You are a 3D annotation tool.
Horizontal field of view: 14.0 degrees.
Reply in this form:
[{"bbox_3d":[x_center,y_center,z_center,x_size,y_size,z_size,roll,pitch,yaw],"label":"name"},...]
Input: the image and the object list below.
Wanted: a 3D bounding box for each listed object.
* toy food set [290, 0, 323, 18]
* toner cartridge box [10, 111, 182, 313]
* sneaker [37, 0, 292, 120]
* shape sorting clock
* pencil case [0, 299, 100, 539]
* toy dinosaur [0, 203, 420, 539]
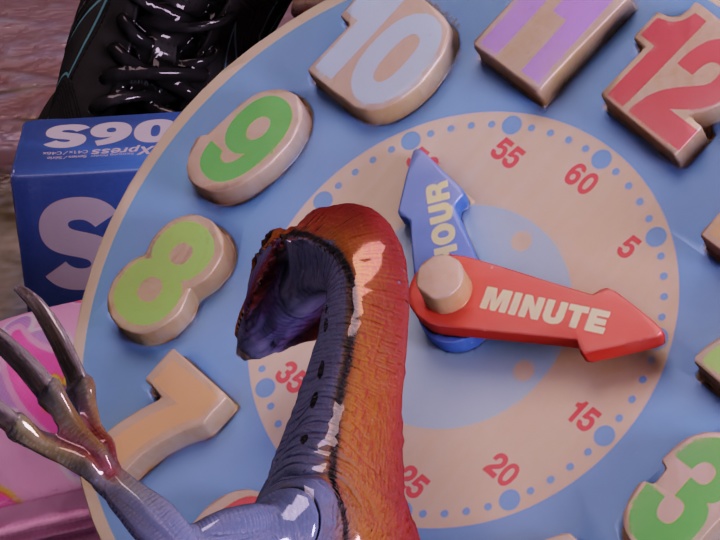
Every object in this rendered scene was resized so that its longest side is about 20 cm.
[{"bbox_3d":[0.070,-0.081,0.931,0.199,0.049,0.197,-1,3,44],"label":"toy food set"},{"bbox_3d":[0.000,0.000,0.876,0.199,0.095,0.043,-4,27,2],"label":"toner cartridge box"},{"bbox_3d":[-0.057,-0.071,0.933,0.075,0.201,0.079,14,33,-9],"label":"sneaker"},{"bbox_3d":[0.023,0.010,0.682,0.199,0.039,0.201,-9,58,15],"label":"shape sorting clock"},{"bbox_3d":[-0.045,0.046,0.756,0.199,0.088,0.088,-13,24,13],"label":"pencil case"},{"bbox_3d":[-0.010,0.081,0.626,0.199,0.105,0.182,30,75,-1],"label":"toy dinosaur"}]
